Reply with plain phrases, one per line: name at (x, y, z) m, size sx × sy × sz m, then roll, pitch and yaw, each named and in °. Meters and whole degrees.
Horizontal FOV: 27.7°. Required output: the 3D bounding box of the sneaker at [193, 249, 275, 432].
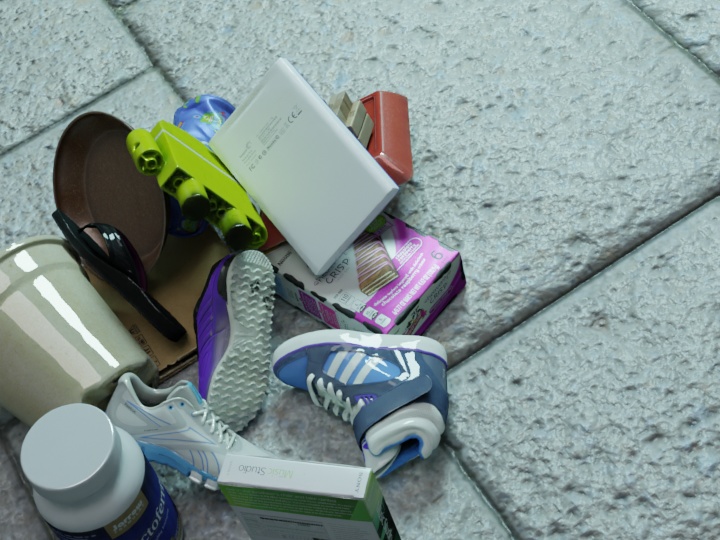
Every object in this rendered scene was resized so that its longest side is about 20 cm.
sneaker at (-0.148, 0.079, 1.591) m, size 0.099 × 0.069 × 0.203 m, roll 1°, pitch 79°, yaw 54°

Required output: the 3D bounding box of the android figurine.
android figurine at (-0.175, -0.095, 1.582) m, size 0.041 × 0.181 × 0.200 m, roll -48°, pitch 34°, yaw 11°

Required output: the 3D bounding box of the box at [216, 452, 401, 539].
box at (-0.040, 0.238, 1.372) m, size 0.142 × 0.201 × 0.037 m, roll 4°, pitch 57°, yaw 17°

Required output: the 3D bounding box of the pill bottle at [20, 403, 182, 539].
pill bottle at (-0.255, 0.223, 1.439) m, size 0.114 × 0.201 × 0.117 m, roll -7°, pitch 52°, yaw 9°

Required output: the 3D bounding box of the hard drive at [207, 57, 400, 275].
hard drive at (-0.064, -0.114, 1.598) m, size 0.132 × 0.025 × 0.200 m, roll -46°, pitch 72°, yaw 19°

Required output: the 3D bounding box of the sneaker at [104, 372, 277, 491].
sneaker at (-0.170, 0.163, 1.500) m, size 0.197 × 0.088 × 0.075 m, roll 19°, pitch 19°, yaw -1°

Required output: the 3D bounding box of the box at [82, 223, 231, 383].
box at (-0.218, 0.022, 1.696) m, size 0.162 × 0.021 × 0.200 m, roll -32°, pitch 52°, yaw -10°

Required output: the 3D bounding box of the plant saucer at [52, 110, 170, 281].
plant saucer at (-0.280, -0.086, 1.684) m, size 0.199 × 0.203 × 0.036 m, roll 30°, pitch 32°, yaw 32°

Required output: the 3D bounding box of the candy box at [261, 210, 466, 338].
candy box at (0.000, 0.000, 1.631) m, size 0.199 × 0.061 × 0.137 m, roll 28°, pitch 63°, yaw 32°

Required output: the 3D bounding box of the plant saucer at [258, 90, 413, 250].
plant saucer at (-0.037, -0.127, 1.685) m, size 0.198 × 0.037 × 0.201 m, roll -25°, pitch 31°, yaw 15°

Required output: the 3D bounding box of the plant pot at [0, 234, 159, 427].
plant pot at (-0.323, 0.096, 1.577) m, size 0.183 × 0.201 × 0.200 m, roll 38°, pitch 69°, yaw 23°

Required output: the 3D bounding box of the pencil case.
pencil case at (-0.202, -0.129, 1.748) m, size 0.086 × 0.078 × 0.201 m, roll 31°, pitch 40°, yaw -16°

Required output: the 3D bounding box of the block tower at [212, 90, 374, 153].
block tower at (-0.085, -0.144, 1.667) m, size 0.198 × 0.054 × 0.058 m, roll -17°, pitch 32°, yaw 26°

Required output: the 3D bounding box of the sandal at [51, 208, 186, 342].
sandal at (-0.262, -0.004, 1.631) m, size 0.200 × 0.075 × 0.048 m, roll 44°, pitch 90°, yaw 3°

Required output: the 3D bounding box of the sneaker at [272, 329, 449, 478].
sneaker at (-0.006, 0.144, 1.512) m, size 0.197 × 0.081 × 0.148 m, roll -2°, pitch 54°, yaw 14°
